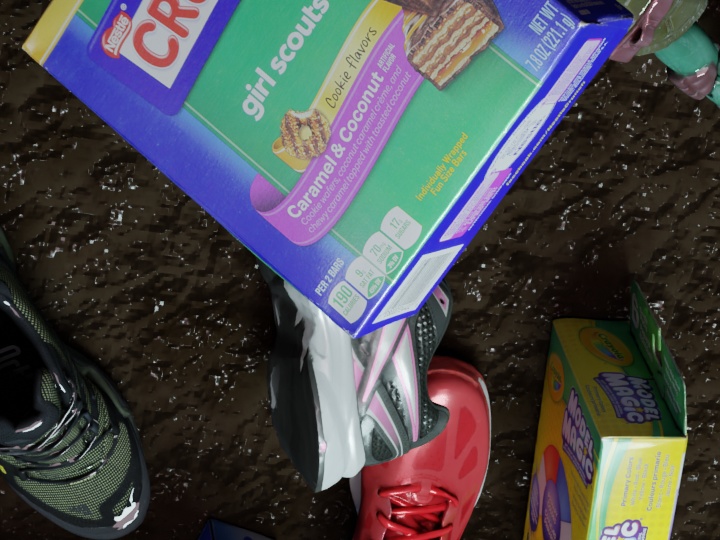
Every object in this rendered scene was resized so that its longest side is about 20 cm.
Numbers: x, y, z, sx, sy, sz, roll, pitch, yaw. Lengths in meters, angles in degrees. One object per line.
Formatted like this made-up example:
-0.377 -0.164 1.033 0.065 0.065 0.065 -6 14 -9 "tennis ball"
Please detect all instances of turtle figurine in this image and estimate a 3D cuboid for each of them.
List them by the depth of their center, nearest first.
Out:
0.115 -0.132 1.074 0.200 0.101 0.150 19 114 -25 "turtle figurine"

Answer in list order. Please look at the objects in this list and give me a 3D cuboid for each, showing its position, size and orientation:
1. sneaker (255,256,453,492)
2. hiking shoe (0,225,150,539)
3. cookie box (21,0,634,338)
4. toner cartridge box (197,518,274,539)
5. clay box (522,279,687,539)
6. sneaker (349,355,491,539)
0.000 0.000 1.135 0.086 0.080 0.200 -11 113 -23 "sneaker"
-0.162 0.066 1.126 0.076 0.101 0.200 -28 119 6 "hiking shoe"
-0.017 -0.102 1.018 0.200 0.075 0.171 41 109 14 "cookie box"
-0.065 0.219 1.170 0.043 0.200 0.095 21 113 -21 "toner cartridge box"
0.119 0.114 1.195 0.048 0.115 0.200 0 118 -9 "clay box"
0.030 0.151 1.198 0.078 0.116 0.200 5 117 -13 "sneaker"
